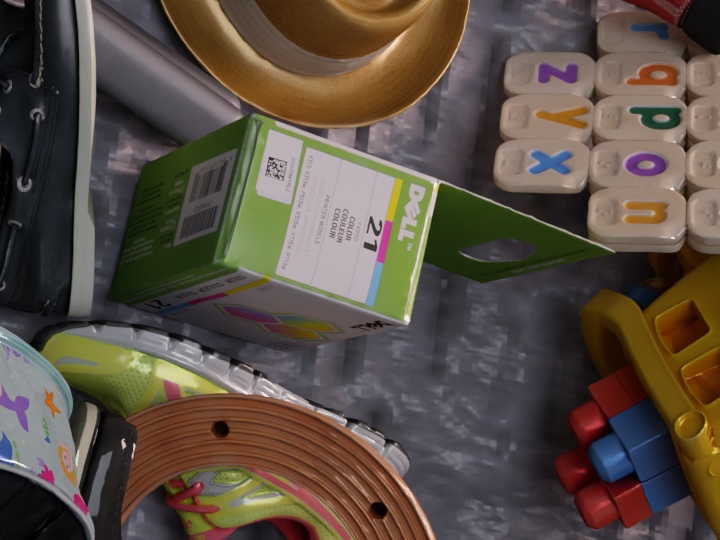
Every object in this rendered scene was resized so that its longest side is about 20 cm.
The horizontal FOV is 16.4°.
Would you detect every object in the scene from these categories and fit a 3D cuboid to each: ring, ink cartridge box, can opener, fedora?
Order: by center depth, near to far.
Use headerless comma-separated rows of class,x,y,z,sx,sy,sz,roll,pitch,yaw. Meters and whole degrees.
ring,-0.057,0.153,1.185,0.200,0.019,0.201,2,102,10
ink cartridge box,0.000,0.000,1.221,0.200,0.148,0.076,19,75,-22
can opener,-0.153,-0.108,1.230,0.200,0.053,0.067,35,102,-17
fedora,-0.012,-0.175,1.277,0.200,0.082,0.201,4,80,-25

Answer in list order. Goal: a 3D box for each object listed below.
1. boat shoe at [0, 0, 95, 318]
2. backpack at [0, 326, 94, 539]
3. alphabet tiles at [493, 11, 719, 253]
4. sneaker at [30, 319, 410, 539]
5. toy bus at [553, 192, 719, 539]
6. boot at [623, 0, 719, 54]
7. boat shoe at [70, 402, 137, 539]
boat shoe,-0.159,-0.070,1.176,0.066,0.075,0.200,-2,118,-10
backpack,-0.218,0.087,1.064,0.200,0.178,0.151,-16,60,14
alphabet tiles,0.170,-0.074,1.305,0.195,0.015,0.200,0,39,7
sneaker,-0.075,0.088,1.216,0.200,0.078,0.090,27,82,-16
toy bus,0.181,0.048,1.306,0.192,0.200,0.136,-26,132,2
boot,0.205,-0.216,1.362,0.144,0.072,0.200,30,75,13
boat shoe,-0.128,0.159,1.155,0.063,0.074,0.202,10,100,-9
